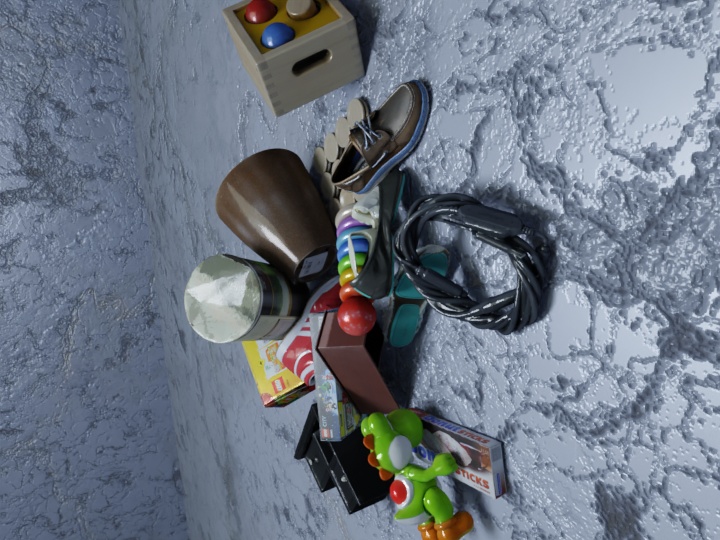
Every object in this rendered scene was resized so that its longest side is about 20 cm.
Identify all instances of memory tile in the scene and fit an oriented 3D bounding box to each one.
[{"bbox_3d":[-0.021,-0.174,0.941,0.200,0.017,0.154,-36,68,57],"label":"memory tile"}]

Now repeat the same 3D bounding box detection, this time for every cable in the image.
[{"bbox_3d":[0.126,-0.008,0.674,0.199,0.051,0.164,19,130,32],"label":"cable"}]

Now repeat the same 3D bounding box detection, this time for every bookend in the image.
[{"bbox_3d":[-0.032,0.373,1.057,0.199,0.092,0.201,57,144,33],"label":"bookend"}]

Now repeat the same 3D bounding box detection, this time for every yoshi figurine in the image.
[{"bbox_3d":[0.084,0.282,0.809,0.201,0.112,0.112,56,-172,7],"label":"yoshi figurine"}]

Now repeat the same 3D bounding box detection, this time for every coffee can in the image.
[{"bbox_3d":[-0.194,0.055,1.005,0.145,0.200,0.147,-2,84,18],"label":"coffee can"}]

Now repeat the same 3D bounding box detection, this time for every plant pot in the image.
[{"bbox_3d":[-0.131,-0.080,1.003,0.200,0.186,0.187,52,141,26],"label":"plant pot"}]

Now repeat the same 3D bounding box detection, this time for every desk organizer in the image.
[{"bbox_3d":[0.007,0.148,0.878,0.200,0.077,0.072,63,-150,-42],"label":"desk organizer"}]

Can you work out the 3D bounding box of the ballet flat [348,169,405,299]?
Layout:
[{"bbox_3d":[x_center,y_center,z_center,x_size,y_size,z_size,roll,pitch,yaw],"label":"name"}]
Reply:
[{"bbox_3d":[0.020,-0.059,0.776,0.068,0.068,0.201,119,160,-64],"label":"ballet flat"}]

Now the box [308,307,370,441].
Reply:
[{"bbox_3d":[-0.031,0.164,0.936,0.037,0.136,0.201,-6,89,22],"label":"box"}]

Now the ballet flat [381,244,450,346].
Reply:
[{"bbox_3d":[0.068,0.026,0.805,0.072,0.071,0.201,56,142,35],"label":"ballet flat"}]

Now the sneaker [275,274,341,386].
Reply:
[{"bbox_3d":[-0.061,0.114,1.013,0.112,0.071,0.200,41,103,29],"label":"sneaker"}]

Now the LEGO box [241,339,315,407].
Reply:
[{"bbox_3d":[-0.149,0.151,1.127,0.148,0.077,0.201,-31,67,15],"label":"LEGO box"}]

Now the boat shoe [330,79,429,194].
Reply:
[{"bbox_3d":[0.023,-0.180,0.791,0.072,0.072,0.200,60,136,27],"label":"boat shoe"}]

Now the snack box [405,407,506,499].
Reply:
[{"bbox_3d":[0.129,0.257,0.812,0.200,0.024,0.072,2,103,60],"label":"snack box"}]

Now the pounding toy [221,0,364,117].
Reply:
[{"bbox_3d":[-0.092,-0.378,0.851,0.185,0.199,0.142,58,172,32],"label":"pounding toy"}]

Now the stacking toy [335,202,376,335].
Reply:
[{"bbox_3d":[0.000,0.000,0.818,0.085,0.085,0.201,125,153,-51],"label":"stacking toy"}]
